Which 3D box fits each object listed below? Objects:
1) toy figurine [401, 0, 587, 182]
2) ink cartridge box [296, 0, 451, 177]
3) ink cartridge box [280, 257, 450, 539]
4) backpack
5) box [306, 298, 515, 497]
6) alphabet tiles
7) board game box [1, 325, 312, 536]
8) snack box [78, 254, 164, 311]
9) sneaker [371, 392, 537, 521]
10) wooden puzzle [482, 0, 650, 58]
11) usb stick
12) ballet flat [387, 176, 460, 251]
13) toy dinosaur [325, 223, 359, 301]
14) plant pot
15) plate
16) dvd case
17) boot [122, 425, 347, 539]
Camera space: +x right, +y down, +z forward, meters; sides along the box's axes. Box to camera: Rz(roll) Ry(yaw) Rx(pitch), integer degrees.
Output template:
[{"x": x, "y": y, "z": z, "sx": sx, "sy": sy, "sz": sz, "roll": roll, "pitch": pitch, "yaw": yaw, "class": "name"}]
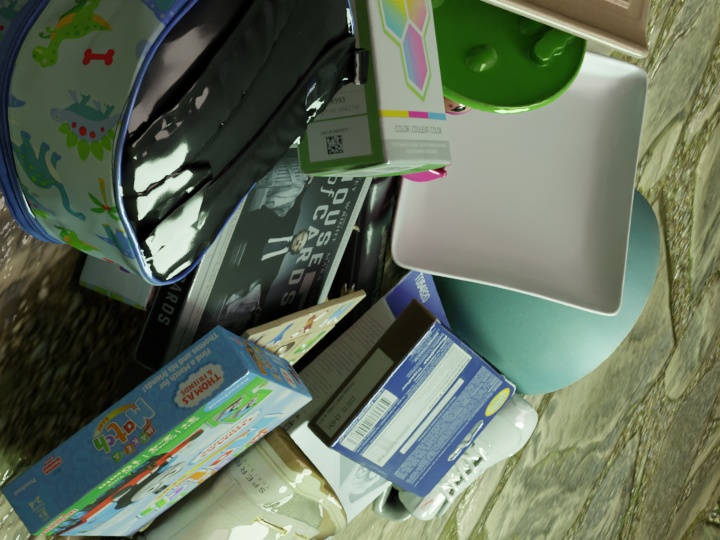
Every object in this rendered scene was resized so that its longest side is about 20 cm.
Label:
[{"x": 0.064, "y": -0.142, "z": 1.266, "sx": 0.200, "sy": 0.150, "sz": 0.184, "roll": -37, "pitch": 173, "yaw": -32, "class": "toy figurine"}, {"x": -0.001, "y": -0.157, "z": 1.090, "sx": 0.104, "sy": 0.059, "sz": 0.202, "roll": -6, "pitch": 89, "yaw": -67, "class": "ink cartridge box"}, {"x": 0.007, "y": 0.109, "z": 1.440, "sx": 0.200, "sy": 0.041, "sz": 0.200, "roll": -43, "pitch": 152, "yaw": -10, "class": "ink cartridge box"}, {"x": -0.105, "y": -0.105, "z": 0.919, "sx": 0.201, "sy": 0.146, "sz": 0.184, "roll": -59, "pitch": 158, "yaw": -29, "class": "backpack"}, {"x": 0.043, "y": 0.102, "z": 1.406, "sx": 0.121, "sy": 0.032, "sz": 0.200, "roll": -50, "pitch": 151, "yaw": 0, "class": "box"}, {"x": -0.100, "y": 0.081, "z": 1.166, "sx": 0.167, "sy": 0.008, "sz": 0.200, "roll": -44, "pitch": 167, "yaw": 31, "class": "alphabet tiles"}, {"x": -0.113, "y": 0.100, "z": 1.098, "sx": 0.151, "sy": 0.037, "sz": 0.200, "roll": -37, "pitch": 169, "yaw": 2, "class": "board game box"}, {"x": -0.085, "y": -0.076, "z": 1.116, "sx": 0.142, "sy": 0.053, "sz": 0.201, "roll": 2, "pitch": 108, "yaw": -69, "class": "snack box"}, {"x": 0.077, "y": 0.164, "z": 1.561, "sx": 0.200, "sy": 0.078, "sz": 0.100, "roll": -42, "pitch": -163, "yaw": 50, "class": "sneaker"}, {"x": 0.114, "y": -0.247, "z": 1.168, "sx": 0.184, "sy": 0.046, "sz": 0.202, "roll": 14, "pitch": 76, "yaw": -33, "class": "wooden puzzle"}, {"x": 0.000, "y": 0.000, "z": 1.407, "sx": 0.055, "sy": 0.032, "sz": 0.201, "roll": -39, "pitch": 144, "yaw": -48, "class": "usb stick"}, {"x": 0.065, "y": -0.092, "z": 1.451, "sx": 0.064, "sy": 0.075, "sz": 0.201, "roll": 53, "pitch": 52, "yaw": -29, "class": "ballet flat"}, {"x": -0.053, "y": 0.014, "z": 1.297, "sx": 0.101, "sy": 0.058, "sz": 0.202, "roll": -15, "pitch": 120, "yaw": -45, "class": "toy dinosaur"}, {"x": 0.125, "y": -0.017, "z": 1.513, "sx": 0.134, "sy": 0.200, "sz": 0.201, "roll": 33, "pitch": 79, "yaw": -34, "class": "plant pot"}, {"x": 0.119, "y": -0.080, "z": 1.410, "sx": 0.032, "sy": 0.199, "sz": 0.201, "roll": 166, "pitch": -65, "yaw": -66, "class": "plate"}, {"x": -0.056, "y": -0.020, "z": 1.133, "sx": 0.200, "sy": 0.025, "sz": 0.151, "roll": -11, "pitch": 125, "yaw": -64, "class": "dvd case"}, {"x": -0.091, "y": 0.184, "z": 1.278, "sx": 0.154, "sy": 0.072, "sz": 0.200, "roll": -40, "pitch": 161, "yaw": -6, "class": "boot"}]
